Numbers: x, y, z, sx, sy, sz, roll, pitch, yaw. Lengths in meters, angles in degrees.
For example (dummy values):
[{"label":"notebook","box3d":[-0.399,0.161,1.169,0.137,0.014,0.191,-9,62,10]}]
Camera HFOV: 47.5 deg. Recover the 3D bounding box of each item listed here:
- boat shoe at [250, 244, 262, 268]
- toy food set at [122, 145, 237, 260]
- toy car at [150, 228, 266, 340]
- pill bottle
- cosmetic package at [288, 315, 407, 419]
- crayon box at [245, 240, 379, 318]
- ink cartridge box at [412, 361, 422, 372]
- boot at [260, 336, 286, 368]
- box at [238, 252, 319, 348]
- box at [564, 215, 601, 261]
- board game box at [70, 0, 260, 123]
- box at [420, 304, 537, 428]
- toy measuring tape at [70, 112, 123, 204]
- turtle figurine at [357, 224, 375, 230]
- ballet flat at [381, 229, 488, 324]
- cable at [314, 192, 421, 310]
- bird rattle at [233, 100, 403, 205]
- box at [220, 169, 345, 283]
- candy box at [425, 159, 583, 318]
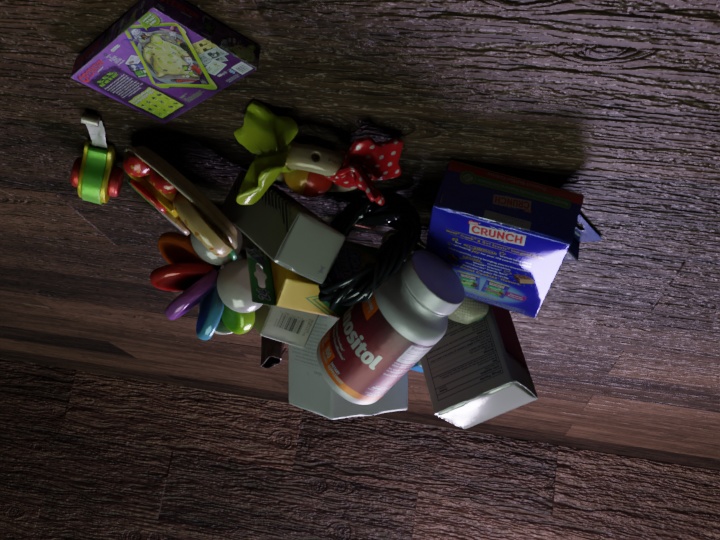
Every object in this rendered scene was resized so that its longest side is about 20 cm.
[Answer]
[{"label":"boat shoe","box3d":[-0.093,-0.014,1.354,0.066,0.075,0.198,-24,155,36]},{"label":"toy food set","box3d":[-0.238,-0.087,1.088,0.199,0.049,0.198,41,171,-1]},{"label":"toy car","box3d":[-0.248,0.019,1.280,0.149,0.202,0.175,-27,175,-34]},{"label":"pill bottle","box3d":[0.039,0.071,1.044,0.111,0.114,0.200,20,126,-31]},{"label":"cosmetic package","box3d":[-0.023,0.143,1.452,0.162,0.205,0.164,0,-177,-33]},{"label":"crayon box","box3d":[-0.055,0.005,1.134,0.196,0.127,0.052,11,123,-21]},{"label":"ink cartridge box","box3d":[0.165,0.093,1.382,0.083,0.148,0.200,15,162,-18]},{"label":"boot","box3d":[-0.178,0.103,1.574,0.071,0.170,0.200,15,162,-18]},{"label":"box","box3d":[-0.154,0.048,1.401,0.094,0.079,0.200,20,-171,-32]},{"label":"box","box3d":[0.217,-0.045,1.122,0.197,0.033,0.121,-5,157,37]},{"label":"board game box","box3d":[-0.205,-0.214,0.844,0.119,0.033,0.198,19,160,-38]},{"label":"box","box3d":[0.157,0.105,1.185,0.126,0.203,0.109,-25,149,20]},{"label":"toy measuring tape","box3d":[-0.356,-0.138,1.095,0.072,0.075,0.200,13,163,-8]},{"label":"turtle figurine","box3d":[0.000,0.000,1.281,0.199,0.065,0.160,37,151,-30]},{"label":"ballet flat","box3d":[0.097,0.007,1.157,0.199,0.068,0.062,40,-171,38]},{"label":"cable","box3d":[0.007,-0.025,1.040,0.161,0.201,0.051,-28,120,3]},{"label":"bird rattle","box3d":[-0.051,-0.129,0.965,0.195,0.115,0.163,1,178,-9]},{"label":"box","box3d":[-0.104,-0.060,1.047,0.081,0.069,0.199,25,-173,-37]},{"label":"candy box","box3d":[0.169,-0.035,1.027,0.166,0.078,0.201,17,155,7]}]
